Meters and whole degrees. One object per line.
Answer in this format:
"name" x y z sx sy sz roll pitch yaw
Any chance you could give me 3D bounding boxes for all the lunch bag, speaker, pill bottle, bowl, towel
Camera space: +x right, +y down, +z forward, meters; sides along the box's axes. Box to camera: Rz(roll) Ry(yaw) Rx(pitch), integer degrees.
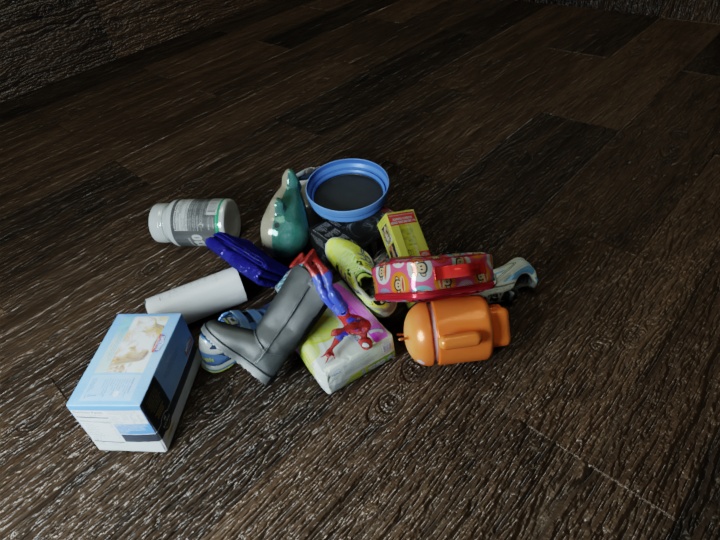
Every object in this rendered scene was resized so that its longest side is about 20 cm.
"lunch bag" 0.135 0.008 0.903 0.197 0.084 0.175 -6 -2 -32
"speaker" -0.339 0.061 1.089 0.197 0.082 0.081 -22 42 -16
"pill bottle" -0.405 -0.118 1.278 0.196 0.115 0.114 1 41 11
"bowl" -0.029 -0.188 1.223 0.196 0.040 0.203 -3 46 3
"towel" -0.227 -0.024 1.133 0.199 0.050 0.147 31 11 35

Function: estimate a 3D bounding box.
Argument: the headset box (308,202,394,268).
"headset box" 0.005 -0.082 1.197 0.198 0.078 0.148 -33 47 -27

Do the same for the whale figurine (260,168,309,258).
"whale figurine" -0.160 -0.128 1.207 0.102 0.159 0.204 10 75 10

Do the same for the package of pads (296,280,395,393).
"package of pads" -0.050 0.120 0.983 0.153 0.069 0.200 -26 44 -20

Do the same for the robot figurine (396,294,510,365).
"robot figurine" 0.162 0.107 0.929 0.196 0.118 0.145 -7 43 0

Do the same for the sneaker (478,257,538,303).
"sneaker" 0.261 0.037 1.027 0.197 0.073 0.073 -24 51 -12

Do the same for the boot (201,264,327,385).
"boot" -0.162 0.072 0.924 0.164 0.066 0.202 36 91 -1

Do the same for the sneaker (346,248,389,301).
"sneaker" 0.047 -0.013 1.109 0.074 0.082 0.200 21 49 32

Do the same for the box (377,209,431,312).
"box" 0.103 -0.020 1.047 0.074 0.050 0.203 -9 70 -26

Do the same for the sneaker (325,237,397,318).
"sneaker" 0.000 0.000 1.010 0.075 0.077 0.200 -42 65 -5

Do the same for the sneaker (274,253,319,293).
"sneaker" -0.123 0.017 1.060 0.094 0.080 0.200 -28 -1 8

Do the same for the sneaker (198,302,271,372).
"sneaker" -0.225 0.113 1.011 0.199 0.083 0.073 -35 45 -29

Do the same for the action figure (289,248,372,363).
"action figure" -0.054 0.075 0.866 0.065 0.201 0.099 -11 34 55

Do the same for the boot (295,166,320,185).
"boot" -0.091 -0.226 1.361 0.197 0.097 0.074 -19 42 -13

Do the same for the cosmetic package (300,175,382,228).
"cosmetic package" -0.047 -0.176 1.304 0.196 0.088 0.104 -17 44 -10

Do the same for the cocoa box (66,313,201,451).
"cocoa box" -0.382 0.190 0.911 0.130 0.133 0.202 -2 41 7
